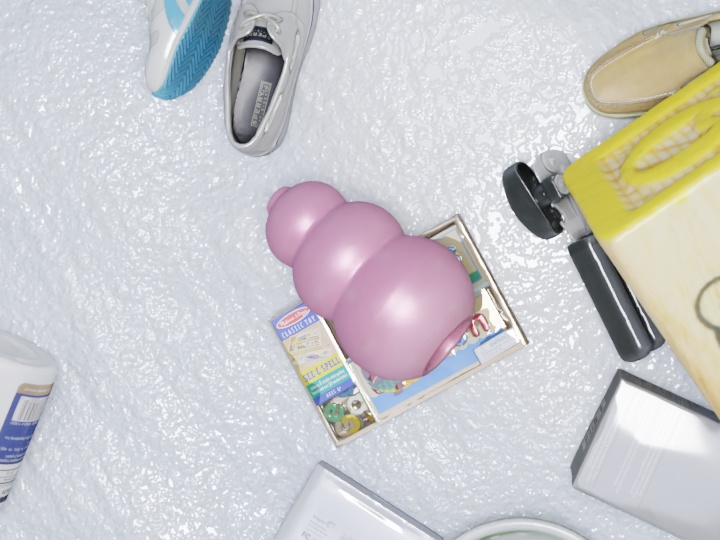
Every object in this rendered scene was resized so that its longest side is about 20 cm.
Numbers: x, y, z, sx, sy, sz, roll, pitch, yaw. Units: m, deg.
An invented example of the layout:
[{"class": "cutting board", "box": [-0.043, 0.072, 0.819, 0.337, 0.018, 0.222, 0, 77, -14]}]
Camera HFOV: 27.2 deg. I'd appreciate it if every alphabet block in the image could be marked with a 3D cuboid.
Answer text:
[{"class": "alphabet block", "box": [0.299, -0.028, 1.164, 0.195, 0.197, 0.200, -36, 107, 8]}]

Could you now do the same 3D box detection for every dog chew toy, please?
[{"class": "dog chew toy", "box": [0.000, 0.000, 1.261, 0.200, 0.124, 0.125, 41, 98, 15]}]

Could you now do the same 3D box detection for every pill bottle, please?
[{"class": "pill bottle", "box": [-0.361, 0.157, 1.353, 0.110, 0.111, 0.201, 24, 96, 8]}]

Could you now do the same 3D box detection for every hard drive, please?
[{"class": "hard drive", "box": [-0.032, 0.293, 1.345, 0.131, 0.025, 0.201, 31, 97, 7]}]

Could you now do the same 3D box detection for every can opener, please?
[{"class": "can opener", "box": [0.197, -0.014, 1.289, 0.066, 0.053, 0.201, -34, 84, 44]}]

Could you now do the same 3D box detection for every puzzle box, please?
[{"class": "puzzle box", "box": [0.033, 0.054, 1.325, 0.199, 0.025, 0.134, -30, 86, 10]}]

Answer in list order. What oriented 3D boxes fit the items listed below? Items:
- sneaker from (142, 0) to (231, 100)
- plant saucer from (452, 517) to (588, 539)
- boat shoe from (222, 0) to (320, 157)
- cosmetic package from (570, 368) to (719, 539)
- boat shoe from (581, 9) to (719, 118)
[{"class": "sneaker", "box": [-0.163, -0.252, 1.328, 0.080, 0.076, 0.202, 13, 88, 17]}, {"class": "plant saucer", "box": [0.144, 0.313, 1.303, 0.198, 0.050, 0.202, 0, 92, 9]}, {"class": "boat shoe", "box": [-0.086, -0.202, 1.315, 0.071, 0.066, 0.202, 15, 95, 9]}, {"class": "cosmetic package", "box": [0.288, 0.173, 1.257, 0.199, 0.090, 0.107, 26, 96, 5]}, {"class": "boat shoe", "box": [0.281, -0.185, 1.248, 0.199, 0.076, 0.072, -22, 89, 10]}]
